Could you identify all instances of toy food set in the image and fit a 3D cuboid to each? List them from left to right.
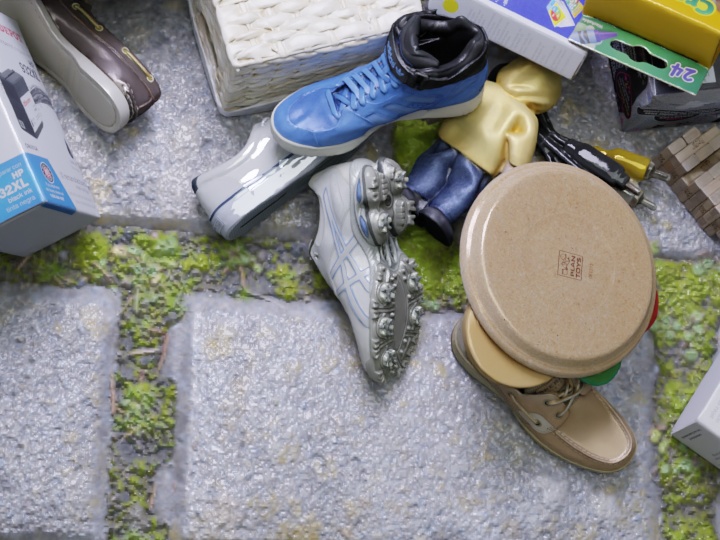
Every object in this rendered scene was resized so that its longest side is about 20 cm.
[{"bbox_3d":[0.174,0.003,1.421,0.196,0.049,0.202,-3,76,-22],"label":"toy food set"}]

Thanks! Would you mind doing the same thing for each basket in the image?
[{"bbox_3d":[-0.048,-0.239,1.471,0.198,0.123,0.137,-15,79,-11],"label":"basket"}]

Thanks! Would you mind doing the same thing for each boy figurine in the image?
[{"bbox_3d":[0.109,-0.126,1.480,0.124,0.064,0.201,33,80,29],"label":"boy figurine"}]

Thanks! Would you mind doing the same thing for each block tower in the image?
[{"bbox_3d":[0.359,-0.044,1.513,0.054,0.058,0.201,-35,85,-13],"label":"block tower"}]

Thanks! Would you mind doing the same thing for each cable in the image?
[{"bbox_3d":[0.188,-0.107,1.525,0.199,0.050,0.097,37,84,15],"label":"cable"}]

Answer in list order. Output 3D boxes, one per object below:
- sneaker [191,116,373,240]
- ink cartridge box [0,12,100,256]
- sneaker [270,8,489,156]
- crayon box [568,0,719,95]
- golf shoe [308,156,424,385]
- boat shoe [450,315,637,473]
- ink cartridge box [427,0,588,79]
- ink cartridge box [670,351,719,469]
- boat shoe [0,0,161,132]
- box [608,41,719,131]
[{"bbox_3d":[-0.064,-0.112,1.466,0.199,0.073,0.071,-35,79,-16],"label":"sneaker"},{"bbox_3d":[-0.316,-0.123,1.385,0.083,0.145,0.201,-26,83,8],"label":"ink cartridge box"},{"bbox_3d":[0.017,-0.167,1.397,0.198,0.112,0.077,-13,63,-9],"label":"sneaker"},{"bbox_3d":[0.281,-0.261,1.429,0.125,0.052,0.201,25,60,11],"label":"crayon box"},{"bbox_3d":[0.000,0.000,1.452,0.097,0.078,0.202,1,98,35],"label":"golf shoe"},{"bbox_3d":[0.165,0.108,1.446,0.199,0.065,0.071,37,75,2],"label":"boat shoe"},{"bbox_3d":[0.128,-0.282,1.491,0.199,0.047,0.198,25,43,-3],"label":"ink cartridge box"},{"bbox_3d":[0.406,0.141,1.460,0.199,0.084,0.147,34,75,2],"label":"ink cartridge box"},{"bbox_3d":[-0.262,-0.213,1.467,0.059,0.072,0.200,-36,77,-33],"label":"boat shoe"},{"bbox_3d":[0.341,-0.213,1.522,0.198,0.115,0.133,-7,79,-8],"label":"box"}]
